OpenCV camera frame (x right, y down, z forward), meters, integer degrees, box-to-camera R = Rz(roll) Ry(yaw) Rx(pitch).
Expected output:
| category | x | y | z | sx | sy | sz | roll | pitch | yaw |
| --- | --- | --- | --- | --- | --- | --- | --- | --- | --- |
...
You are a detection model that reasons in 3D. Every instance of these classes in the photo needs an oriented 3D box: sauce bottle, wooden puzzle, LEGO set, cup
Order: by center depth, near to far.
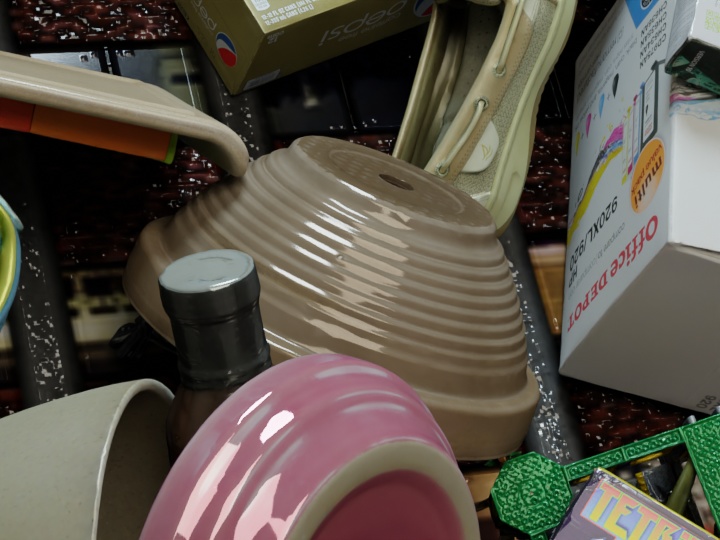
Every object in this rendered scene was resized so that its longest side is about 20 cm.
| category | x | y | z | sx | sy | sz | roll | pitch | yaw |
| --- | --- | --- | --- | --- | --- | --- | --- | --- | --- |
| cup | -0.149 | 0.149 | 1.075 | 0.143 | 0.200 | 0.201 | -3 | 60 | 10 |
| sauce bottle | -0.046 | 0.088 | 1.085 | 0.064 | 0.201 | 0.065 | -7 | 24 | 3 |
| wooden puzzle | -0.160 | -0.084 | 1.202 | 0.199 | 0.185 | 0.037 | 16 | 95 | -15 |
| LEGO set | 0.142 | 0.160 | 1.224 | 0.153 | 0.116 | 0.200 | -27 | 79 | -5 |

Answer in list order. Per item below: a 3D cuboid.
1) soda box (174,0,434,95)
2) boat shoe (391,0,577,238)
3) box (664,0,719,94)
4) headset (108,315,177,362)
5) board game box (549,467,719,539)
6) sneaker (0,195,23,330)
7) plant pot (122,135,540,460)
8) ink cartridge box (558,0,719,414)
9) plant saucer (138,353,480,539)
| category | x | y | z | sx | sy | sz | roll | pitch | yaw |
| --- | --- | --- | --- | --- | --- | --- | --- | --- | --- |
| soda box | 0.006 | -0.164 | 1.359 | 0.200 | 0.064 | 0.068 | -23 | 72 | -29 |
| boat shoe | 0.057 | -0.114 | 1.303 | 0.063 | 0.073 | 0.201 | 13 | 92 | -37 |
| box | 0.254 | -0.126 | 1.271 | 0.199 | 0.036 | 0.145 | 20 | 57 | -7 |
| headset | -0.036 | 0.095 | 1.213 | 0.200 | 0.094 | 0.124 | 51 | 54 | -7 |
| board game box | 0.141 | 0.207 | 1.104 | 0.200 | 0.057 | 0.166 | 32 | 72 | 9 |
| sneaker | -0.205 | -0.033 | 1.172 | 0.079 | 0.131 | 0.200 | -16 | 67 | -26 |
| plant pot | 0.000 | 0.000 | 1.186 | 0.200 | 0.093 | 0.201 | 22 | 13 | -6 |
| ink cartridge box | 0.194 | -0.046 | 1.313 | 0.144 | 0.147 | 0.201 | 14 | 58 | -13 |
| plant saucer | -0.014 | 0.136 | 1.043 | 0.051 | 0.201 | 0.201 | 13 | 48 | 36 |
